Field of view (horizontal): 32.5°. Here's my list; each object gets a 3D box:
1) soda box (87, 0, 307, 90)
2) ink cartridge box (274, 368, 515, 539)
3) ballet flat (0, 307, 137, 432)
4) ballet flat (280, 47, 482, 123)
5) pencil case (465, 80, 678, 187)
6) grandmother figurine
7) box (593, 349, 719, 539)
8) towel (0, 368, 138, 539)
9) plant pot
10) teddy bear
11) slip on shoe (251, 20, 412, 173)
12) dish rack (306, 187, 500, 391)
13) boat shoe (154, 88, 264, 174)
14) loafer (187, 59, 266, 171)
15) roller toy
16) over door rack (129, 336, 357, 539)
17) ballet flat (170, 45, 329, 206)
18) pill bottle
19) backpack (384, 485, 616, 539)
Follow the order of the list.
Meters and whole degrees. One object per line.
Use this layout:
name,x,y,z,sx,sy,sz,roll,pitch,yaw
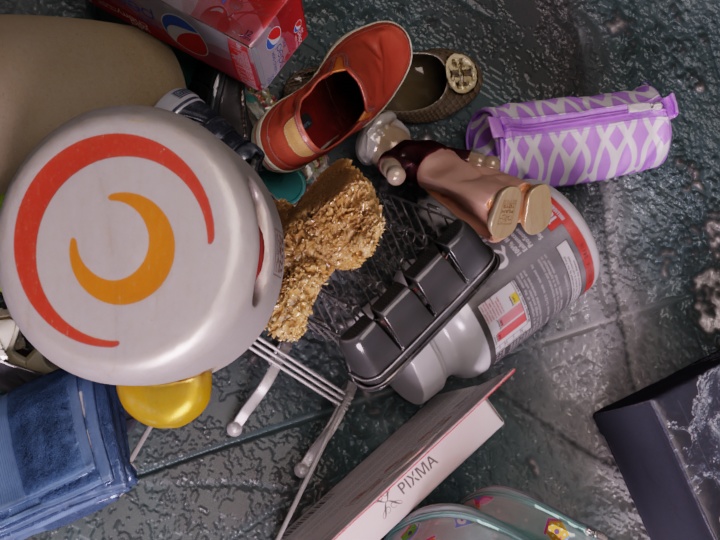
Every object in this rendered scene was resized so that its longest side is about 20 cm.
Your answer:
soda box,-0.141,-0.221,0.967,0.199,0.064,0.070,30,70,17
ink cartridge box,0.033,0.165,0.974,0.199,0.176,0.045,-39,92,-21
ballet flat,-0.260,0.069,0.963,0.198,0.073,0.074,22,71,-16
ballet flat,0.024,-0.169,1.123,0.197,0.046,0.068,-7,80,-19
pencil case,0.196,-0.123,1.145,0.198,0.085,0.085,-12,79,-19
grandmother figurine,0.064,-0.084,1.051,0.120,0.199,0.061,4,110,-42
box,0.348,0.173,1.103,0.198,0.117,0.199,-23,84,-19
towel,-0.263,0.145,0.902,0.198,0.049,0.113,-24,62,9
plant pot,-0.242,-0.122,0.974,0.199,0.187,0.189,-22,84,-35
teddy bear,-0.064,0.002,0.961,0.200,0.145,0.067,-44,118,-9
slip on shoe,-0.011,-0.149,1.038,0.200,0.061,0.075,-45,112,-38
dish rack,0.000,0.000,1.011,0.153,0.199,0.055,-44,124,-15
boat shoe,-0.154,-0.035,0.968,0.091,0.071,0.202,36,110,17
loafer,-0.109,-0.097,1.030,0.071,0.073,0.203,2,107,-23
roller toy,-0.145,-0.011,0.860,0.183,0.140,0.200,-45,81,2
over door rack,-0.102,0.137,0.990,0.147,0.067,0.201,32,49,-8
ballet flat,-0.100,-0.140,1.076,0.201,0.075,0.064,52,38,-4
pill bottle,0.099,0.019,1.061,0.199,0.116,0.116,-36,89,-19
backpack,0.104,0.262,0.977,0.198,0.176,0.155,24,55,-12
